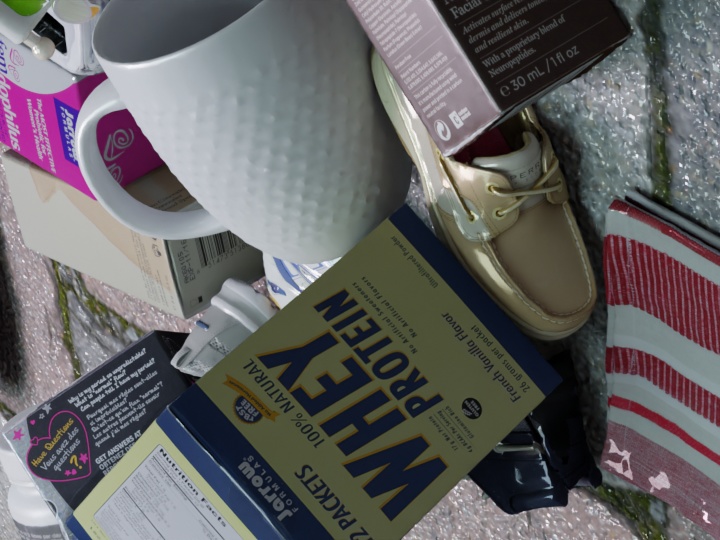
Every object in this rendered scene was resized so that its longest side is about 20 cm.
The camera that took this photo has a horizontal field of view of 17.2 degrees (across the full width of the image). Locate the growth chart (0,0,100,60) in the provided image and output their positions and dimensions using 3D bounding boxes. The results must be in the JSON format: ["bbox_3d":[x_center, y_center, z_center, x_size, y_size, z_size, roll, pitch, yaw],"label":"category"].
[{"bbox_3d":[-0.178,-0.228,1.344,0.144,0.200,0.018,28,-164,-21],"label":"growth chart"}]

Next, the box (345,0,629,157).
[{"bbox_3d":[0.040,-0.173,1.225,0.201,0.100,0.075,57,150,2],"label":"box"}]

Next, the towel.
[{"bbox_3d":[0.188,0.066,1.296,0.144,0.023,0.201,32,141,37],"label":"towel"}]

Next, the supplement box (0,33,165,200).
[{"bbox_3d":[-0.207,-0.144,1.620,0.200,0.103,0.102,29,138,39],"label":"supplement box"}]

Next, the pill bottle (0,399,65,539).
[{"bbox_3d":[-0.222,0.210,1.951,0.113,0.113,0.201,12,128,52],"label":"pill bottle"}]

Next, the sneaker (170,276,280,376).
[{"bbox_3d":[-0.050,0.098,1.586,0.200,0.082,0.075,50,171,-20],"label":"sneaker"}]

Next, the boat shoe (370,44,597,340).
[{"bbox_3d":[0.073,-0.056,1.305,0.201,0.074,0.069,59,156,1],"label":"boat shoe"}]

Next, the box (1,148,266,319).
[{"bbox_3d":[-0.152,-0.043,1.638,0.200,0.095,0.078,21,132,46],"label":"box"}]

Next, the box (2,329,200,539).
[{"bbox_3d":[-0.152,0.121,1.667,0.115,0.132,0.200,57,-177,6],"label":"box"}]

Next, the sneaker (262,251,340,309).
[{"bbox_3d":[0.000,0.000,1.465,0.200,0.075,0.089,24,135,44],"label":"sneaker"}]

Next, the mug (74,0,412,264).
[{"bbox_3d":[-0.072,-0.088,1.385,0.176,0.199,0.148,58,-162,-30],"label":"mug"}]

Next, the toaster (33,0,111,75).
[{"bbox_3d":[-0.160,-0.202,1.468,0.200,0.129,0.114,40,146,30],"label":"toaster"}]

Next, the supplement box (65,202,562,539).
[{"bbox_3d":[-0.030,0.102,1.336,0.134,0.200,0.200,48,148,2],"label":"supplement box"}]

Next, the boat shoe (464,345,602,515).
[{"bbox_3d":[0.066,0.104,1.457,0.200,0.074,0.093,-9,102,58],"label":"boat shoe"}]
